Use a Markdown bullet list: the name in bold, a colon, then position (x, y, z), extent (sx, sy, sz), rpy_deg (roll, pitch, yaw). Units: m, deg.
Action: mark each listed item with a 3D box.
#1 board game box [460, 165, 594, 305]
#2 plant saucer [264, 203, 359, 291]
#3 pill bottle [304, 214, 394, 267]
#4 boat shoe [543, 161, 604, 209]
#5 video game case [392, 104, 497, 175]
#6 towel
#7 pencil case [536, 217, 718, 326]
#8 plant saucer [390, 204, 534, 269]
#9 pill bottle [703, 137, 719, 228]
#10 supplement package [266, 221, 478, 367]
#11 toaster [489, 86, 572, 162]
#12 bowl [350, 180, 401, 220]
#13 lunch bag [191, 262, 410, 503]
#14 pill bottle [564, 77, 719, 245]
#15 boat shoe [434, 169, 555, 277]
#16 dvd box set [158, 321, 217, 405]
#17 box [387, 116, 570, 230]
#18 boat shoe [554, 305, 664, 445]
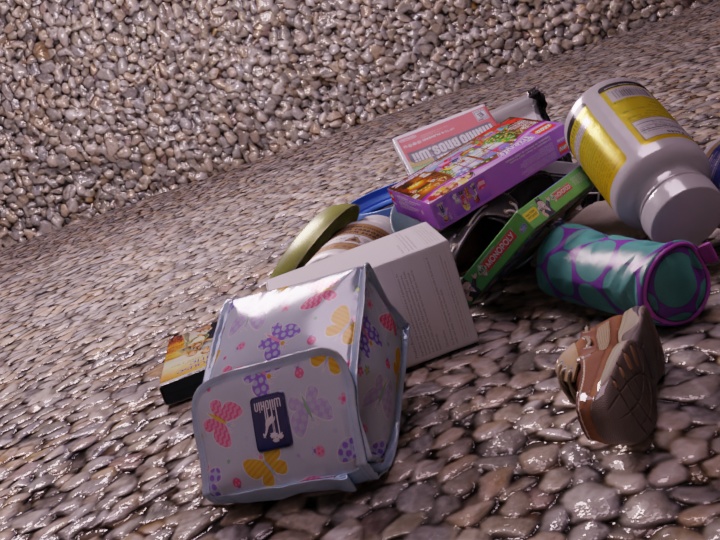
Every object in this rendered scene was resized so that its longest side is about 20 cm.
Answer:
- **board game box**: position (0.199, -0.047, 1.106), extent (0.200, 0.029, 0.135), rpy_deg (-33, -18, -48)
- **plant saucer**: position (-0.072, -0.014, 1.282), extent (0.201, 0.031, 0.200), rpy_deg (-53, -8, -11)
- **pill bottle**: position (0.000, 0.000, 1.221), extent (0.113, 0.115, 0.200), rpy_deg (-13, 16, 21)
- **boat shoe**: position (0.318, -0.110, 1.299), extent (0.197, 0.069, 0.074), rpy_deg (6, 4, -1)
- **video game case**: position (0.138, -0.140, 1.280), extent (0.142, 0.018, 0.201), rpy_deg (-21, 45, -2)
- **towel**: position (0.302, -0.043, 1.155), extent (0.132, 0.035, 0.200), rpy_deg (-3, 23, 43)
- **pencil case**: position (0.259, -0.001, 0.961), extent (0.092, 0.086, 0.200), rpy_deg (-37, 19, -12)
- **plant saucer**: position (0.136, -0.047, 1.250), extent (0.199, 0.039, 0.202), rpy_deg (4, 42, -3)
- **pill bottle**: position (0.436, -0.080, 0.966), extent (0.110, 0.112, 0.200), rpy_deg (-21, 15, -8)
- **supplement package**: position (0.009, 0.043, 1.048), extent (0.198, 0.122, 0.120), rpy_deg (-20, 15, -3)
- **toaster**: position (0.232, -0.168, 1.393), extent (0.128, 0.200, 0.114), rpy_deg (-20, 48, 18)
- **bowl**: position (0.065, -0.118, 1.698), extent (0.199, 0.040, 0.201), rpy_deg (-18, 15, 5)
- **lunch bag**: position (-0.053, 0.109, 0.864), extent (0.168, 0.127, 0.201), rpy_deg (-13, 45, 24)
- **pill bottle**: position (0.307, -0.114, 1.032), extent (0.110, 0.112, 0.201), rpy_deg (-19, 42, 0)
- **boat shoe**: position (0.168, -0.056, 1.153), extent (0.199, 0.072, 0.067), rpy_deg (-34, 23, -19)
- **dvd box set**: position (-0.185, 0.106, 1.243), extent (0.145, 0.030, 0.200), rpy_deg (-20, 15, -2)
- **box**: position (0.146, -0.126, 1.186), extent (0.199, 0.039, 0.137), rpy_deg (-31, 21, -12)
- **boat shoe**: position (0.196, 0.089, 0.767), extent (0.071, 0.076, 0.200), rpy_deg (-16, 6, 27)
